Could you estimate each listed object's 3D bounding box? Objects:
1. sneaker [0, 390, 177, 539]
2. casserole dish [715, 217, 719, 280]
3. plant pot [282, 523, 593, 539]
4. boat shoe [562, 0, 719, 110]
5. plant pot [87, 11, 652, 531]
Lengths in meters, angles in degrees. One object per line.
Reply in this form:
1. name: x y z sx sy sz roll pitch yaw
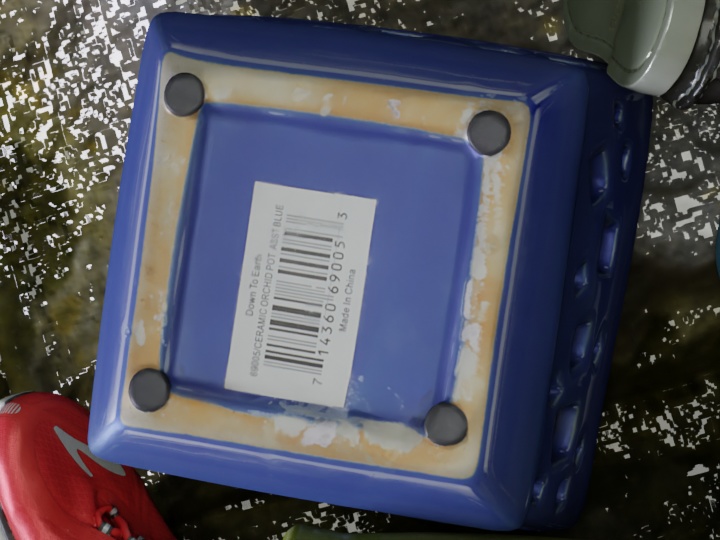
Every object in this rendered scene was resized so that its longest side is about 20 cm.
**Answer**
1. sneaker: -0.084 0.132 1.031 0.085 0.077 0.201 -23 100 49
2. casserole dish: 0.218 -0.053 1.005 0.120 0.039 0.201 20 93 10
3. plant pot: 0.047 0.181 0.940 0.192 0.200 0.202 15 93 0
4. boat shoe: 0.122 -0.106 0.956 0.060 0.201 0.072 15 110 -9
5. plant pot: 0.000 0.000 0.977 0.199 0.180 0.201 9 92 10
